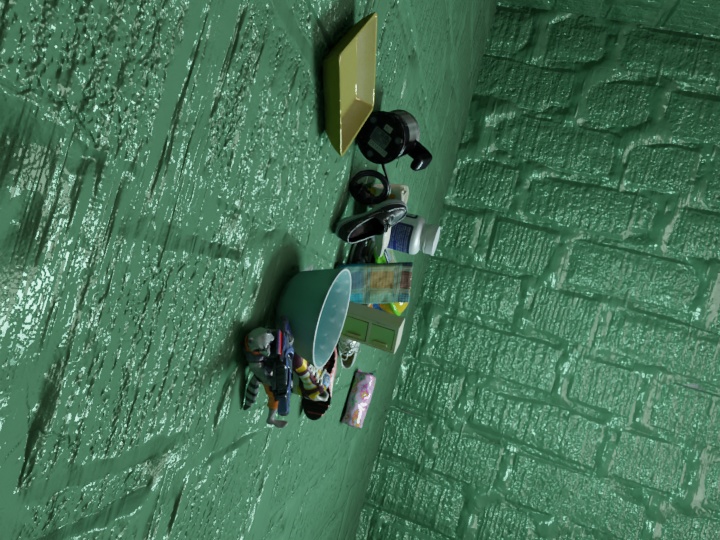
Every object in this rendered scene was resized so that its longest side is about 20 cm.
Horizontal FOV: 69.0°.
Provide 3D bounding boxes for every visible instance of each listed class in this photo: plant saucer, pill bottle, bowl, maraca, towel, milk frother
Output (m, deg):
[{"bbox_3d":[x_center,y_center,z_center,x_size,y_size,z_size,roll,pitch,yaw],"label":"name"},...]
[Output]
[{"bbox_3d":[-0.023,-0.357,0.997,0.202,0.048,0.201,92,18,-47],"label":"plant saucer"},{"bbox_3d":[0.139,-0.116,1.614,0.120,0.197,0.122,16,90,-76],"label":"pill bottle"},{"bbox_3d":[-0.099,0.081,1.039,0.201,0.103,0.205,15,90,-76],"label":"bowl"},{"bbox_3d":[0.078,0.032,1.481,0.137,0.105,0.203,-62,132,-75],"label":"maraca"},{"bbox_3d":[0.034,0.036,1.364,0.148,0.196,0.022,91,-3,-45],"label":"towel"},{"bbox_3d":[0.058,-0.282,1.297,0.199,0.182,0.188,-33,-176,24],"label":"milk frother"}]

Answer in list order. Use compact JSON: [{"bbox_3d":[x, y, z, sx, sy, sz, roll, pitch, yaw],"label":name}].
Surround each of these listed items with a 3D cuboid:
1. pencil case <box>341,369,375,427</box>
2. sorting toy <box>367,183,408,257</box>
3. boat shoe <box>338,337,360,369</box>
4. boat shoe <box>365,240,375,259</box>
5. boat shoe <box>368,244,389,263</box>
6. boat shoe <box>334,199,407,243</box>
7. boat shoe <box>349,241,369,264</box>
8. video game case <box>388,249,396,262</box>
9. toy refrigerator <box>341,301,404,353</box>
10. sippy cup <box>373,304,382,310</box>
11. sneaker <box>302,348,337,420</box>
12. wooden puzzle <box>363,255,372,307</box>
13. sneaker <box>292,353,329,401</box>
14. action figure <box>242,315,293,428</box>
[{"bbox_3d":[-0.006,0.470,1.923,0.087,0.086,0.203,51,54,-74],"label":"pencil case"},{"bbox_3d":[0.065,-0.135,1.414,0.200,0.105,0.184,-57,152,-74],"label":"sorting toy"},{"bbox_3d":[-0.036,0.219,1.517,0.204,0.073,0.087,101,-5,-46],"label":"boat shoe"},{"bbox_3d":[0.052,-0.022,1.640,0.201,0.067,0.076,84,25,-57],"label":"boat shoe"},{"bbox_3d":[0.067,0.014,1.571,0.074,0.062,0.203,-21,121,-32],"label":"boat shoe"},{"bbox_3d":[0.037,-0.112,1.246,0.197,0.066,0.071,-18,129,-24],"label":"boat shoe"},{"bbox_3d":[-0.001,0.000,1.447,0.074,0.065,0.203,32,73,-76],"label":"boat shoe"},{"bbox_3d":[0.111,-0.001,1.779,0.182,0.022,0.203,-1,72,-77],"label":"video game case"},{"bbox_3d":[0.007,0.139,1.341,0.070,0.197,0.077,-48,151,-63],"label":"toy refrigerator"},{"bbox_3d":[0.051,0.156,1.730,0.178,0.138,0.132,-45,160,-47],"label":"sippy cup"},{"bbox_3d":[-0.092,0.290,1.370,0.087,0.072,0.204,3,102,-78],"label":"sneaker"},{"bbox_3d":[0.020,0.086,1.554,0.202,0.036,0.187,92,-6,-50],"label":"wooden puzzle"},{"bbox_3d":[-0.110,0.225,1.186,0.202,0.089,0.076,90,21,-50],"label":"sneaker"},{"bbox_3d":[-0.164,0.185,0.899,0.201,0.102,0.196,-99,-173,-55],"label":"action figure"}]
